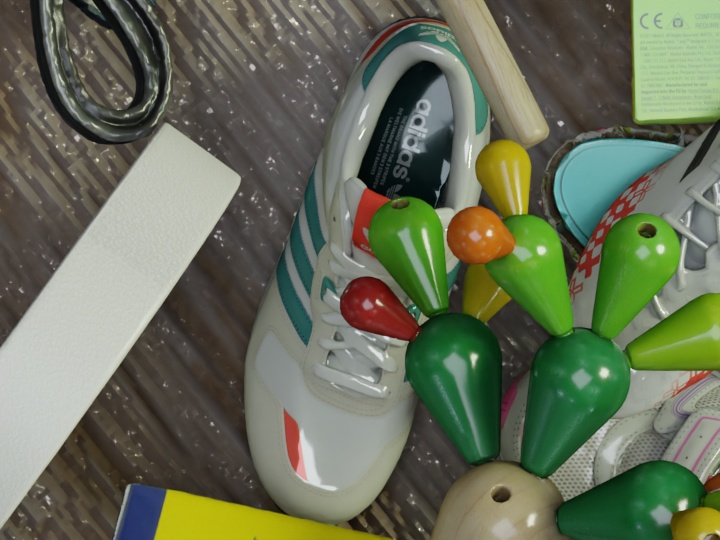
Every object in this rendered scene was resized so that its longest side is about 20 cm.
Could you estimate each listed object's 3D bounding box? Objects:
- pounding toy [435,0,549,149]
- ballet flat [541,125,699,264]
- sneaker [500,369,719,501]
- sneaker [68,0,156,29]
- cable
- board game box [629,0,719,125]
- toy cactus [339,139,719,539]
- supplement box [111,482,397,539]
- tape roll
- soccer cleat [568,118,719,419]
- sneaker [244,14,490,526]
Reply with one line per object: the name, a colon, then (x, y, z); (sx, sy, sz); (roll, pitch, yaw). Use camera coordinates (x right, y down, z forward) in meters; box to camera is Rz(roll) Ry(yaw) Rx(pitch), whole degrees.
pounding toy: (0.016, -0.183, 1.000); (0.142, 0.200, 0.184); (-44, 45, 3)
ballet flat: (0.163, -0.002, 1.080); (0.199, 0.064, 0.076); (18, 91, 4)
sneaker: (0.146, 0.085, 1.071); (0.199, 0.088, 0.082); (20, 92, 2)
sneaker: (-0.110, -0.189, 1.079); (0.086, 0.078, 0.201); (-22, 91, -1)
cable: (-0.109, -0.146, 1.017); (0.097, 0.050, 0.201); (-1, 81, -25)
board game box: (0.145, -0.155, 1.054); (0.095, 0.030, 0.201); (-1, 96, 3)
toy cactus: (0.065, 0.058, 0.969); (0.200, 0.102, 0.165); (31, 104, 17)
supplement box: (-0.001, 0.166, 1.050); (0.199, 0.109, 0.110); (13, 61, 1)
tape roll: (-0.113, 0.038, 1.023); (0.037, 0.203, 0.203); (36, 93, -4)
soccer cleat: (0.141, -0.028, 1.007); (0.200, 0.085, 0.069); (-44, 87, 3)
sneaker: (0.000, 0.000, 1.071); (0.070, 0.093, 0.200); (17, 92, 2)
